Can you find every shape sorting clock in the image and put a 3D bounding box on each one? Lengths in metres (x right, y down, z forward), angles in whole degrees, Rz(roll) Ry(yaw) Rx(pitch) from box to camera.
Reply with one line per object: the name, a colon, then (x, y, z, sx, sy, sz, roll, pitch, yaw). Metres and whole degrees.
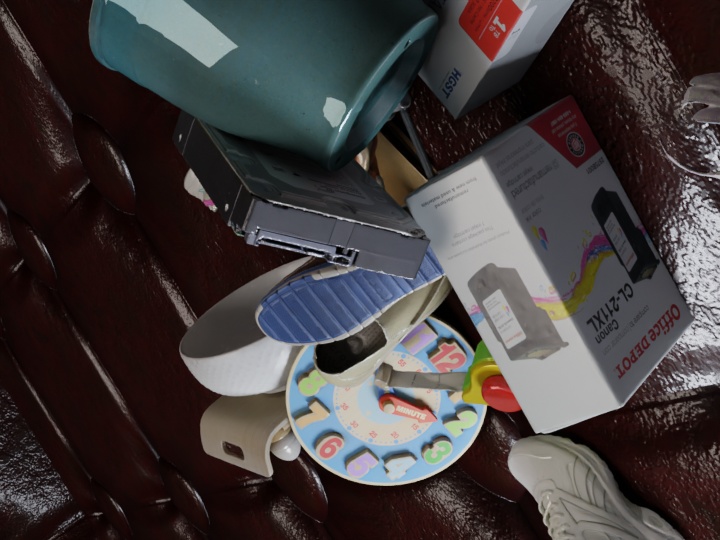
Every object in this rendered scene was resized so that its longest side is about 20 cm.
shape sorting clock: (0.026, 0.126, 1.214, 0.039, 0.199, 0.201, -99, -10, -69)

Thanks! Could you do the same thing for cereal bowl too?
cereal bowl: (-0.086, 0.069, 1.297, 0.200, 0.200, 0.084, 0, 122, 57)

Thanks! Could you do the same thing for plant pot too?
plant pot: (-0.054, -0.177, 0.875, 0.188, 0.200, 0.200, 36, 148, 7)

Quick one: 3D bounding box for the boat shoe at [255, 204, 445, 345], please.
boat shoe: (0.000, 0.000, 1.070, 0.072, 0.199, 0.073, 57, -161, -29)

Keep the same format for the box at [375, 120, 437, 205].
box: (-0.008, -0.089, 1.199, 0.164, 0.021, 0.200, 48, 149, 16)

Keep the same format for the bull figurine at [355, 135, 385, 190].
bull figurine: (-0.026, -0.098, 1.116, 0.200, 0.065, 0.122, -18, 88, 60)

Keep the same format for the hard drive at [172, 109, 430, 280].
hard drive: (-0.048, -0.062, 0.903, 0.038, 0.139, 0.200, -68, 28, 19)

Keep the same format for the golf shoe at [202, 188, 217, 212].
golf shoe: (-0.109, -0.099, 1.089, 0.200, 0.075, 0.092, -169, 72, -75)

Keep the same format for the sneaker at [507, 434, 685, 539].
sneaker: (0.198, 0.229, 1.113, 0.200, 0.099, 0.078, 38, 146, 31)

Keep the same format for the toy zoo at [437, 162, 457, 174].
toy zoo: (0.116, 0.013, 1.005, 0.131, 0.020, 0.201, 7, -121, -82)

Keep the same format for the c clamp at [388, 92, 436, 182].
c clamp: (-0.030, -0.141, 1.020, 0.199, 0.027, 0.172, -4, 106, 52)

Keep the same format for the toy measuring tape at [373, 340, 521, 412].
toy measuring tape: (0.099, 0.086, 1.117, 0.199, 0.074, 0.074, 3, 125, 25)

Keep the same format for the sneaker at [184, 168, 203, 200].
sneaker: (-0.138, -0.126, 1.331, 0.080, 0.070, 0.201, 40, 154, 12)

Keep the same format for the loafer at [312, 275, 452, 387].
loafer: (0.024, 0.030, 1.125, 0.076, 0.068, 0.201, 36, 105, 10)

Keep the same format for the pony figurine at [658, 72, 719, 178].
pony figurine: (0.277, -0.047, 0.703, 0.192, 0.167, 0.201, -2, 119, 21)

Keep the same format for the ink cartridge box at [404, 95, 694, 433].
ink cartridge box: (0.144, -0.006, 0.909, 0.083, 0.146, 0.201, -26, 97, 43)

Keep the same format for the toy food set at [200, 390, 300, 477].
toy food set: (-0.064, 0.137, 1.322, 0.143, 0.200, 0.061, 5, 128, 56)

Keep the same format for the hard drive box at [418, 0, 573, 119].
hard drive box: (0.059, -0.239, 0.896, 0.200, 0.077, 0.156, 51, 151, 12)
